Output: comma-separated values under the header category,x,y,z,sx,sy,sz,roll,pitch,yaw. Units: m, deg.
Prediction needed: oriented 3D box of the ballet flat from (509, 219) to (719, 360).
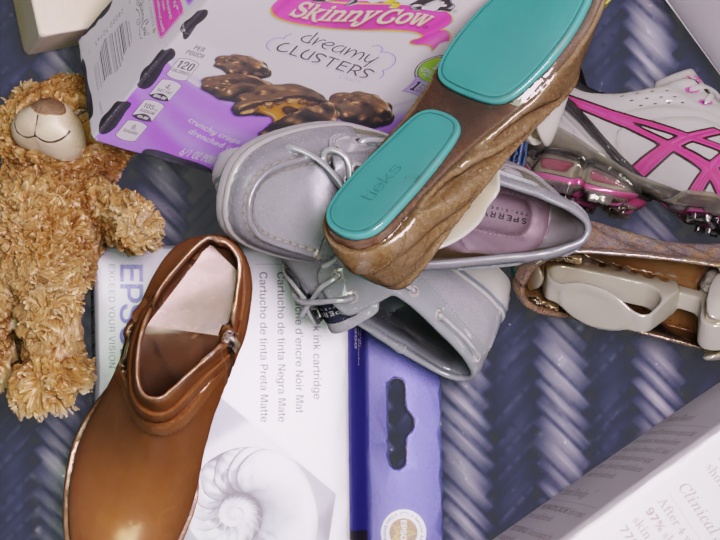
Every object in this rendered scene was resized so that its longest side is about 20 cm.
category,x,y,z,sx,sy,sz,roll,pitch,yaw
ballet flat,0.176,0.019,1.656,0.199,0.067,0.068,9,118,8

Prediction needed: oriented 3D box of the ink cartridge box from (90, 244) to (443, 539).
category,x,y,z,sx,sy,sz,roll,pitch,yaw
ink cartridge box,-0.050,0.085,1.655,0.199,0.041,0.201,-1,86,-7

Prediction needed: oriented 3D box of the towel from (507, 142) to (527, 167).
category,x,y,z,sx,sy,sz,roll,pitch,yaw
towel,0.062,-0.149,1.659,0.048,0.111,0.201,16,83,-45

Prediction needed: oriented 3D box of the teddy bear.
category,x,y,z,sx,sy,sz,roll,pitch,yaw
teddy bear,-0.175,-0.015,1.615,0.067,0.145,0.201,28,87,-48

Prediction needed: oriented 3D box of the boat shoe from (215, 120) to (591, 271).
category,x,y,z,sx,sy,sz,roll,pitch,yaw
boat shoe,0.023,-0.033,1.548,0.201,0.065,0.075,7,95,-29

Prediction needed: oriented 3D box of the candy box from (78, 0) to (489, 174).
category,x,y,z,sx,sy,sz,roll,pitch,yaw
candy box,-0.025,-0.133,1.568,0.167,0.200,0.072,15,46,-32

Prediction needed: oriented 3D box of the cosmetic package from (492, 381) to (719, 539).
category,x,y,z,sx,sy,sz,roll,pitch,yaw
cosmetic package,0.196,0.169,1.616,0.200,0.166,0.168,-34,91,-7

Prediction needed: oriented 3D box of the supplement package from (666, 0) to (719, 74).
category,x,y,z,sx,sy,sz,roll,pitch,yaw
supplement package,0.251,-0.174,1.641,0.111,0.156,0.200,-37,91,-22

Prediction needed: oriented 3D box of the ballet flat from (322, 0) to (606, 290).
category,x,y,z,sx,sy,sz,roll,pitch,yaw
ballet flat,0.061,-0.068,1.507,0.068,0.072,0.200,26,71,38

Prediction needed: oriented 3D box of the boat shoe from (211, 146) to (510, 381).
category,x,y,z,sx,sy,sz,roll,pitch,yaw
boat shoe,0.000,0.000,1.609,0.200,0.070,0.072,30,62,-32

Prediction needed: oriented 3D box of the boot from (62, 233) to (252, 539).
category,x,y,z,sx,sy,sz,roll,pitch,yaw
boot,-0.107,0.074,1.549,0.073,0.155,0.201,15,83,-4

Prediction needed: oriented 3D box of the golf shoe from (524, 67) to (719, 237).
category,x,y,z,sx,sy,sz,roll,pitch,yaw
golf shoe,0.187,-0.067,1.655,0.199,0.073,0.093,13,83,14

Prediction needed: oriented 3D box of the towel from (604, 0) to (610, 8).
category,x,y,z,sx,sy,sz,roll,pitch,yaw
towel,0.127,-0.165,1.613,0.018,0.200,0.086,15,84,-4

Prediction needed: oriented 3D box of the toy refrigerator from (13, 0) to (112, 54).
category,x,y,z,sx,sy,sz,roll,pitch,yaw
toy refrigerator,-0.166,-0.227,1.650,0.076,0.070,0.201,-12,88,-14
